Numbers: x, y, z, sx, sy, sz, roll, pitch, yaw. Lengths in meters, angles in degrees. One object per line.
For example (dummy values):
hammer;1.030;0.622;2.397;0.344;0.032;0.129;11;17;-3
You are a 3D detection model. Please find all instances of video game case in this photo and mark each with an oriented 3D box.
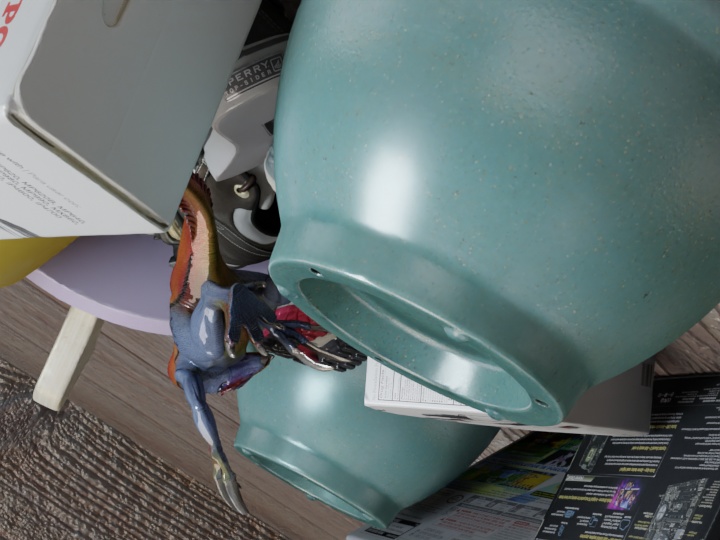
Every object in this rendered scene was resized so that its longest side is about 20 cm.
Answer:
video game case;0.106;0.159;1.091;0.200;0.182;0.022;-5;110;66

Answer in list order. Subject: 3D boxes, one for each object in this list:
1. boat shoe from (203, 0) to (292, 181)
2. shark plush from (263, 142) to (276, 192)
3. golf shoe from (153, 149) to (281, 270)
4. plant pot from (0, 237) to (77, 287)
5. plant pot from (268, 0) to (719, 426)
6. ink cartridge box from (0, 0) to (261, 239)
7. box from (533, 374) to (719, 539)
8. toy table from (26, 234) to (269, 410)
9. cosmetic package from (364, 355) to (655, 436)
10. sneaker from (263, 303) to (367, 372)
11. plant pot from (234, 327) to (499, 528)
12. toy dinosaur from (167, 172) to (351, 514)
boat shoe;-0.049;-0.087;0.732;0.057;0.069;0.200;64;175;4
shark plush;0.049;-0.009;0.759;0.200;0.091;0.083;27;159;6
golf shoe;-0.090;-0.073;0.861;0.094;0.078;0.200;-7;145;23
plant pot;-0.267;-0.052;0.845;0.201;0.189;0.201;48;-165;-17
plant pot;0.048;-0.028;0.581;0.200;0.134;0.200;28;166;7
ink cartridge box;-0.139;-0.092;0.625;0.200;0.144;0.084;-1;151;43
box;0.165;0.137;0.893;0.044;0.160;0.200;31;165;-12
toy table;-0.152;-0.013;0.999;0.200;0.184;0.117;36;150;4
cosmetic package;0.083;0.057;0.832;0.082;0.051;0.200;4;174;28
sneaker;0.000;0.000;0.925;0.081;0.075;0.200;21;158;-24
plant pot;-0.005;0.091;1.101;0.200;0.134;0.200;28;167;7
toy dinosaur;-0.072;0.023;0.881;0.181;0.105;0.200;-12;110;59
